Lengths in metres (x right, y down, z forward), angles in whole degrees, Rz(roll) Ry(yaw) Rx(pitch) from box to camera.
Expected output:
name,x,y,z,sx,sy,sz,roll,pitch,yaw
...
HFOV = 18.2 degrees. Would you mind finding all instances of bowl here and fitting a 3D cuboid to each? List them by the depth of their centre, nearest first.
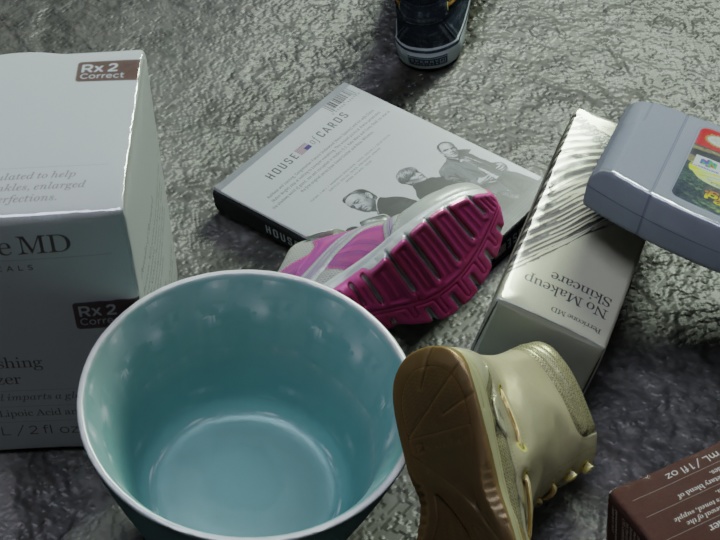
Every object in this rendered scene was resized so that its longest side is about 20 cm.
name,x,y,z,sx,sy,sz,roll,pitch,yaw
bowl,-0.069,0.108,1.344,0.199,0.105,0.202,3,50,-4

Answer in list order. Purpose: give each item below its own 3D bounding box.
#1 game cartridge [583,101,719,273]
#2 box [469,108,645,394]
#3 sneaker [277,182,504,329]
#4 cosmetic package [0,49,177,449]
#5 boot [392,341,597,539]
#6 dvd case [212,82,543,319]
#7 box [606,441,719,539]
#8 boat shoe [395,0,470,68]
name,x,y,z,sx,sy,sz,roll,pitch,yaw
game cartridge,0.248,-0.040,1.440,0.199,0.041,0.133,21,36,8
box,0.142,-0.011,1.479,0.082,0.069,0.201,23,46,1
sneaker,0.000,0.000,1.467,0.199,0.082,0.088,-32,41,-7
cosmetic package,-0.210,-0.012,1.431,0.164,0.201,0.166,-4,42,3
boot,0.089,0.141,1.317,0.072,0.201,0.155,-15,-6,29
dvd case,0.018,-0.052,1.583,0.199,0.025,0.150,28,52,31
box,0.230,0.191,1.261,0.100,0.075,0.200,-22,47,-18
boat shoe,0.060,-0.252,1.747,0.070,0.091,0.201,-1,42,5
